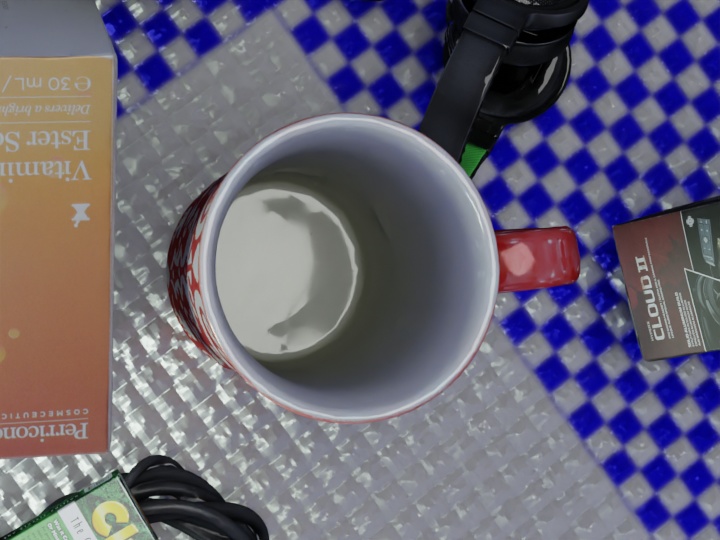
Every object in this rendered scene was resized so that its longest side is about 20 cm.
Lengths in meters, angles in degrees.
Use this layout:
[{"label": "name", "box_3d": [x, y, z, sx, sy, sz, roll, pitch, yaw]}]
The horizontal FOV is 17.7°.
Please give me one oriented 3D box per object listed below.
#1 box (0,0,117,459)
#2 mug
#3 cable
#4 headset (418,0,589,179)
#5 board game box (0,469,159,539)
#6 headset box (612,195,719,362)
[{"label": "box", "box_3d": [-0.193, -0.022, 1.068, 0.152, 0.106, 0.200, -3, 114, -13]}, {"label": "mug", "box_3d": [-0.007, 0.009, 1.097, 0.177, 0.200, 0.134, 25, 84, -12]}, {"label": "cable", "box_3d": [-0.119, 0.190, 1.153, 0.163, 0.051, 0.200, 4, 91, -7]}, {"label": "headset", "box_3d": [0.065, -0.129, 1.165, 0.094, 0.124, 0.200, 27, 68, 8]}, {"label": "board game box", "box_3d": [-0.111, 0.208, 1.117, 0.105, 0.023, 0.200, -29, 95, -4]}, {"label": "headset box", "box_3d": [0.236, -0.012, 1.149, 0.149, 0.200, 0.077, -13, 91, -35]}]
